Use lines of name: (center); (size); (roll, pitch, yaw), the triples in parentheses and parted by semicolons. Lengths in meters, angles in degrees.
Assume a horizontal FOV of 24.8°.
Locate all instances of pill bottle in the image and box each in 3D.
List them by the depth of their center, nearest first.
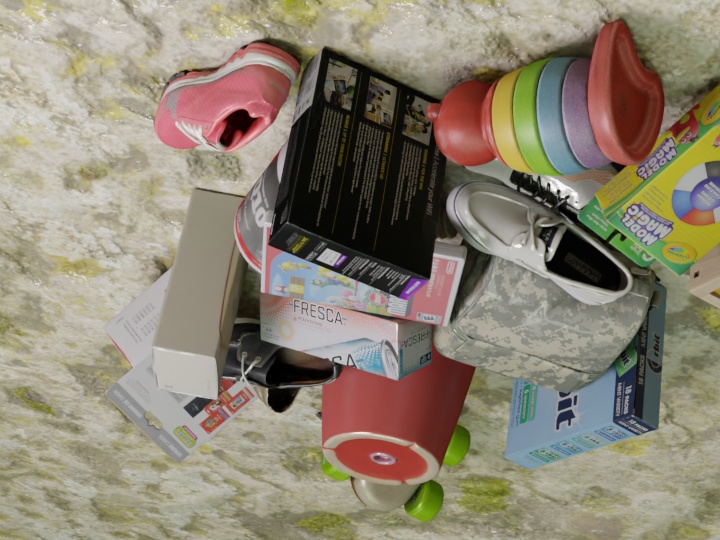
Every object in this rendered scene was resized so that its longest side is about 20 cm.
pill bottle: (-0.045, -0.076, 1.652); (0.113, 0.115, 0.200); (20, 149, -15)

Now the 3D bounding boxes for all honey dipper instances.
honey dipper: (0.010, -0.047, 1.762); (0.198, 0.038, 0.038); (-4, 147, 27)

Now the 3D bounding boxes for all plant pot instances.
plant pot: (0.038, 0.146, 1.938); (0.198, 0.179, 0.201); (8, 151, 5)

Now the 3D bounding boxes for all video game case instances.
video game case: (0.000, 0.000, 1.634); (0.198, 0.018, 0.143); (11, 151, 1)

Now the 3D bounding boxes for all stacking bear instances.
stacking bear: (0.158, -0.140, 1.487); (0.198, 0.115, 0.121); (-4, 147, 34)

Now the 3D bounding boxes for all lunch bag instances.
lunch bag: (0.195, 0.027, 1.717); (0.198, 0.141, 0.168); (19, 153, -12)

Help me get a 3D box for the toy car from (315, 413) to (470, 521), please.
toy car: (0.020, 0.225, 2.168); (0.163, 0.159, 0.200); (29, 175, -22)

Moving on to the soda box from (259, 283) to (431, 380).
soda box: (-0.019, 0.057, 1.774); (0.199, 0.063, 0.069); (14, 115, 37)

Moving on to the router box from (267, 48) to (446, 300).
router box: (0.003, -0.090, 1.524); (0.148, 0.202, 0.051); (22, 147, -18)

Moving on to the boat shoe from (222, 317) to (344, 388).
boat shoe: (-0.115, 0.099, 1.859); (0.198, 0.068, 0.072); (1, 120, 6)

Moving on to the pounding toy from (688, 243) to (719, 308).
pounding toy: (0.456, 0.005, 1.590); (0.199, 0.143, 0.184); (26, 148, -24)

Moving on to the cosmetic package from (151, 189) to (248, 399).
cosmetic package: (-0.170, 0.025, 1.780); (0.072, 0.202, 0.104); (9, 151, 1)

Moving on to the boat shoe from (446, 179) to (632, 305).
boat shoe: (0.178, -0.028, 1.601); (0.199, 0.072, 0.066); (34, 169, -8)

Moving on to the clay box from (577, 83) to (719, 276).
clay box: (0.309, -0.077, 1.512); (0.115, 0.048, 0.200); (32, 116, -32)

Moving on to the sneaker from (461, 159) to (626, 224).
sneaker: (0.189, -0.092, 1.581); (0.198, 0.081, 0.074); (11, 152, 4)

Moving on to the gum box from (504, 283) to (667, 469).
gum box: (0.250, 0.116, 1.822); (0.044, 0.171, 0.199); (27, 146, -28)

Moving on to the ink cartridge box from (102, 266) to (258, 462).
ink cartridge box: (-0.214, 0.112, 1.964); (0.084, 0.175, 0.200); (45, 173, 39)

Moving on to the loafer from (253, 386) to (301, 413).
loafer: (-0.073, 0.088, 1.927); (0.075, 0.068, 0.201); (1, 129, -23)

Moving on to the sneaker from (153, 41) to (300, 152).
sneaker: (-0.143, -0.150, 1.586); (0.073, 0.087, 0.199); (32, 144, -30)
